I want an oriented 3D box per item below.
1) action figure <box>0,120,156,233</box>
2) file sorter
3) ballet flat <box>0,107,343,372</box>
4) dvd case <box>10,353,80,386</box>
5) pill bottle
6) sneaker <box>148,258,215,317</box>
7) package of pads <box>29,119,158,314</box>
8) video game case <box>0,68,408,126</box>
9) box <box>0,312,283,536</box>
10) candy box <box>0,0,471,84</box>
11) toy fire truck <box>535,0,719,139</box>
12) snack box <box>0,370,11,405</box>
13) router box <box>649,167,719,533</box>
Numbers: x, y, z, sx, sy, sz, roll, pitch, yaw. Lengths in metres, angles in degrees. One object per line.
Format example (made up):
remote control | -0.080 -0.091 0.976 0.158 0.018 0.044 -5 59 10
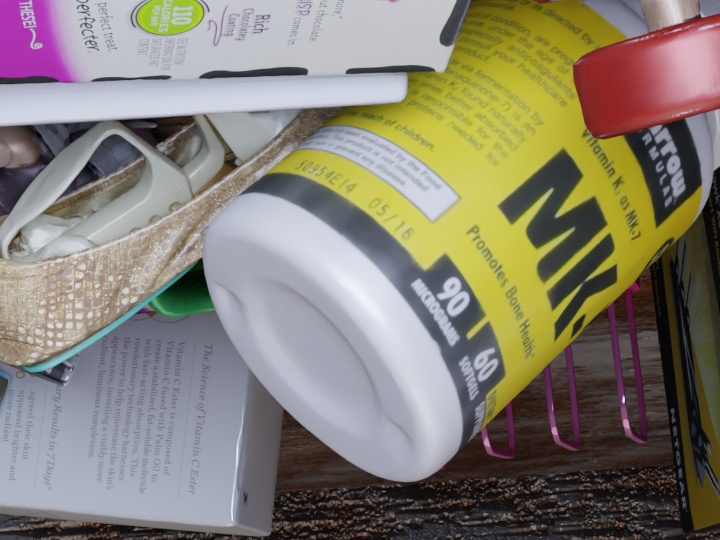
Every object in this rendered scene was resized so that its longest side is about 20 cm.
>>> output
action figure | -0.171 -0.015 0.869 0.199 0.069 0.131 -27 125 -3
file sorter | 0.086 0.063 1.462 0.198 0.127 0.139 -7 170 12
ballet flat | -0.065 -0.038 0.824 0.199 0.066 0.071 -35 -148 -7
dvd case | -0.242 -0.001 0.988 0.199 0.022 0.146 29 171 -38
pill bottle | 0.051 -0.031 0.763 0.200 0.114 0.114 -42 -175 -24
sneaker | 0.000 0.000 0.884 0.199 0.084 0.074 -1 134 28
package of pads | -0.149 -0.027 1.015 0.119 0.076 0.200 -2 169 5
video game case | -0.093 -0.075 0.756 0.198 0.022 0.182 -4 -167 -6
box | -0.144 0.057 1.170 0.198 0.154 0.106 5 171 8
candy box | -0.062 -0.109 0.602 0.198 0.061 0.137 -2 157 -12
toy fire truck | 0.145 -0.118 0.622 0.167 0.113 0.199 -18 -178 -44
snack box | -0.255 0.031 1.032 0.115 0.037 0.200 19 173 16
router box | 0.198 0.030 1.135 0.052 0.202 0.157 -4 169 -8
